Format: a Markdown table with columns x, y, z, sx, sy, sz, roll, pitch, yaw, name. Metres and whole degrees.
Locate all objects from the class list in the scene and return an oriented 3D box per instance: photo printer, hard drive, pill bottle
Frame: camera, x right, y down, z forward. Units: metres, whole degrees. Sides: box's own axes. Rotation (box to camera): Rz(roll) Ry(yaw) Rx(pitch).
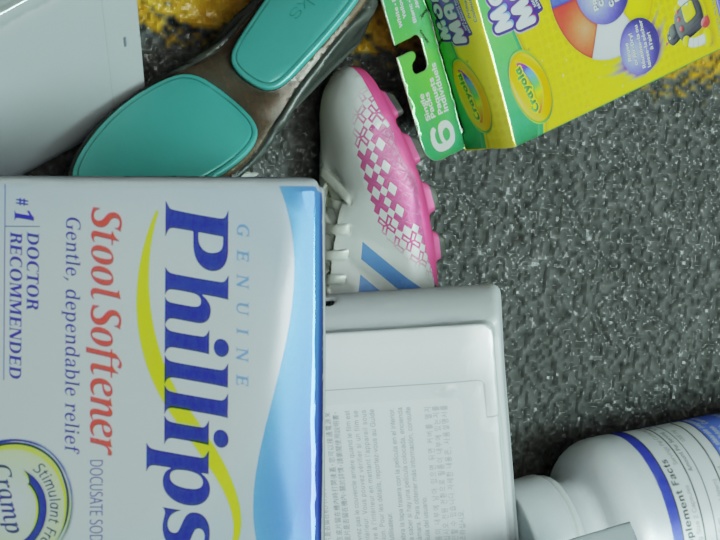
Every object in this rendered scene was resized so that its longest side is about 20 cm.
| x | y | z | sx | sy | sz | roll | pitch | yaw | name |
| --- | --- | --- | --- | --- | --- | --- | --- | --- | --- |
| -0.023 | 0.093 | 1.344 | 0.198 | 0.070 | 0.168 | -5 | 108 | 5 | photo printer |
| -0.194 | -0.074 | 1.265 | 0.199 | 0.132 | 0.026 | -30 | 64 | -18 | hard drive |
| 0.167 | 0.137 | 1.444 | 0.199 | 0.112 | 0.113 | -10 | 100 | -22 | pill bottle |

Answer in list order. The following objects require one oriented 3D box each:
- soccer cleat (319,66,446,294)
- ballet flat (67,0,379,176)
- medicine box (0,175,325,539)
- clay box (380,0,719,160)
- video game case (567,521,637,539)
| x | y | z | sx | sy | sz | roll | pitch | yaw | name |
| --- | --- | --- | --- | --- | --- | --- | --- | --- | --- |
| 0.000 | 0.000 | 1.379 | 0.086 | 0.070 | 0.201 | -19 | 102 | -14 | soccer cleat |
| -0.062 | -0.079 | 1.340 | 0.200 | 0.069 | 0.068 | -42 | 73 | -18 | ballet flat |
| -0.115 | 0.050 | 1.222 | 0.198 | 0.103 | 0.184 | 0 | 90 | -1 | medicine box |
| 0.102 | -0.139 | 1.392 | 0.199 | 0.047 | 0.116 | -27 | 107 | -36 | clay box |
| 0.059 | 0.208 | 1.351 | 0.180 | 0.200 | 0.046 | -15 | 59 | -2 | video game case |
